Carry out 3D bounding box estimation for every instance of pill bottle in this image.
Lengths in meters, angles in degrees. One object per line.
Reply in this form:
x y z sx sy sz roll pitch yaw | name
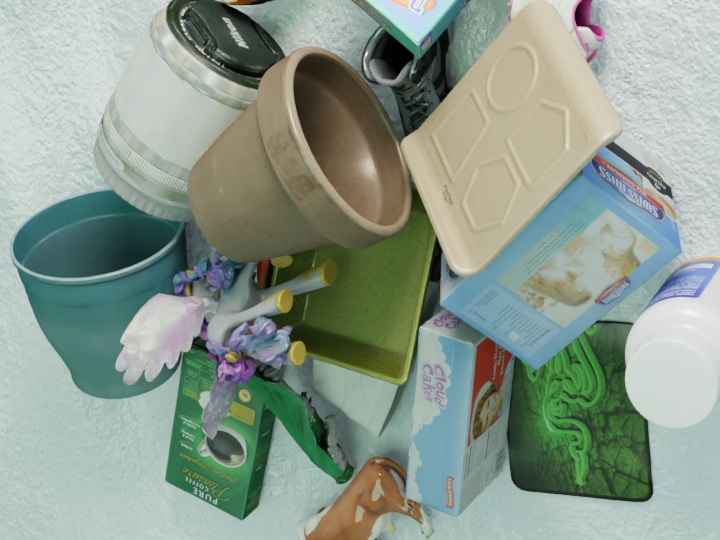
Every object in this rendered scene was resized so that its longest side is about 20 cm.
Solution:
0.305 0.067 1.210 0.111 0.200 0.114 10 112 24 | pill bottle

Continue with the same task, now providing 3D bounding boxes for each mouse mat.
0.225 0.148 1.397 0.159 0.008 0.203 1 107 28 | mouse mat

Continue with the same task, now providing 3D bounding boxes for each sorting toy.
0.134 -0.118 1.197 0.200 0.036 0.187 -44 46 27 | sorting toy

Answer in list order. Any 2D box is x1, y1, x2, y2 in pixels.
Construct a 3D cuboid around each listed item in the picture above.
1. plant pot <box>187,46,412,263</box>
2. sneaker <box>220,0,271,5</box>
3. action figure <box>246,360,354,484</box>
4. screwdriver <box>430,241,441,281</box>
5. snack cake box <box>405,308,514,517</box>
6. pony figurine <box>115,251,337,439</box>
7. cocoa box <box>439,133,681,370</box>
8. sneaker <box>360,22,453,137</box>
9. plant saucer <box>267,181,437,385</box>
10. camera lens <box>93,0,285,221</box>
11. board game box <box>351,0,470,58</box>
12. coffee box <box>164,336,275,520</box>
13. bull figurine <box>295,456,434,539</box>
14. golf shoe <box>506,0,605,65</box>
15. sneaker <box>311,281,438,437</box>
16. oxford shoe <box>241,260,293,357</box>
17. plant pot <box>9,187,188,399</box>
-0.072 -0.091 1.297 0.173 0.200 0.202 -27 95 27 | plant pot
-0.073 -0.345 1.345 0.199 0.076 0.093 -29 86 25 | sneaker
-0.060 0.173 1.496 0.118 0.055 0.201 29 155 52 | action figure
0.102 -0.079 1.369 0.029 0.028 0.202 41 124 43 | screwdriver
0.107 0.139 1.388 0.066 0.115 0.203 16 115 28 | snack cake box
-0.139 0.059 1.385 0.198 0.195 0.167 -6 142 38 | pony figurine
0.184 -0.032 1.255 0.133 0.132 0.200 33 125 -20 | cocoa box
0.051 -0.176 1.307 0.075 0.114 0.203 1 108 27 | sneaker
0.000 0.000 1.392 0.198 0.048 0.203 14 94 36 | plant saucer
-0.178 -0.174 1.401 0.160 0.160 0.201 42 121 8 | camera lens
0.063 -0.323 1.228 0.152 0.045 0.200 42 86 8 | board game box
-0.166 0.188 1.596 0.122 0.044 0.203 20 116 21 | coffee box
0.004 0.297 1.534 0.121 0.065 0.201 38 128 2 | bull figurine
0.181 -0.196 1.258 0.090 0.075 0.203 13 115 19 | golf shoe
0.006 0.078 1.448 0.115 0.074 0.202 29 120 12 | sneaker
-0.084 0.011 1.487 0.071 0.071 0.203 10 112 -7 | oxford shoe
-0.284 0.036 1.525 0.198 0.200 0.190 10 125 24 | plant pot
